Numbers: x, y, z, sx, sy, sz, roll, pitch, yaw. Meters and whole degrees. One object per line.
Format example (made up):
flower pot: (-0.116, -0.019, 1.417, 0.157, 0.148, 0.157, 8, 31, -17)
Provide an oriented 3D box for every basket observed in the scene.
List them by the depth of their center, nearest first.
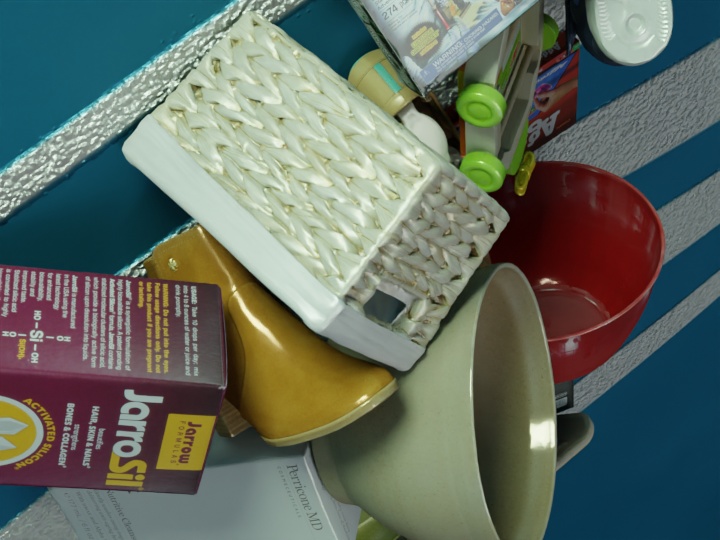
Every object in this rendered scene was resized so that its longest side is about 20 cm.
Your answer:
basket: (-0.024, -0.052, 0.912, 0.124, 0.200, 0.135, -52, 151, 5)

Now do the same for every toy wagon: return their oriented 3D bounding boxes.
toy wagon: (0.104, -0.130, 1.046, 0.200, 0.039, 0.156, 83, 25, -54)

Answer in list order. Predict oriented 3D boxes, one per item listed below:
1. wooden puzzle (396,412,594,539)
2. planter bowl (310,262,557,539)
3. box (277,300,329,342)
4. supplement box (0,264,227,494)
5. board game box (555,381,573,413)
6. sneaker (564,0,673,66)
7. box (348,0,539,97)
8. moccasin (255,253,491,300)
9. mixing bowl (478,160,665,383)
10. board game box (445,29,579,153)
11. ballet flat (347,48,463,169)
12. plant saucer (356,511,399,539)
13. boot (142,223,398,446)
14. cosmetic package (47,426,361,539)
wooden puzzle: (0.100, 0.196, 1.358, 0.200, 0.046, 0.185, -41, -171, -24)
planter bowl: (0.046, 0.099, 1.015, 0.134, 0.201, 0.200, -4, 160, 21)
box: (-0.093, 0.100, 1.145, 0.095, 0.078, 0.201, -17, 142, -39)
supplement box: (-0.188, 0.066, 0.887, 0.199, 0.086, 0.111, 5, 134, -14)
board game box: (0.096, 0.097, 1.289, 0.199, 0.028, 0.136, -19, 129, -17)
sneaker: (0.176, -0.246, 1.035, 0.080, 0.147, 0.201, -6, 104, 2)
box: (0.074, -0.223, 0.900, 0.200, 0.040, 0.137, -41, 122, -3)
moccasin: (0.000, 0.001, 1.075, 0.200, 0.078, 0.074, 5, 119, -16)
mixing bowl: (0.146, 0.018, 1.185, 0.200, 0.200, 0.109, -32, 137, -18)
board game box: (0.092, -0.102, 1.164, 0.200, 0.019, 0.103, -34, 151, -15)
ballet flat: (0.048, -0.081, 1.063, 0.069, 0.063, 0.200, -42, 142, 0)
plant saucer: (-0.010, 0.186, 1.235, 0.199, 0.031, 0.201, -24, 144, -19)
boot: (-0.070, 0.034, 0.942, 0.071, 0.145, 0.201, -30, -168, -36)
cosmetic package: (-0.108, 0.159, 1.067, 0.199, 0.081, 0.113, -10, 123, 19)
